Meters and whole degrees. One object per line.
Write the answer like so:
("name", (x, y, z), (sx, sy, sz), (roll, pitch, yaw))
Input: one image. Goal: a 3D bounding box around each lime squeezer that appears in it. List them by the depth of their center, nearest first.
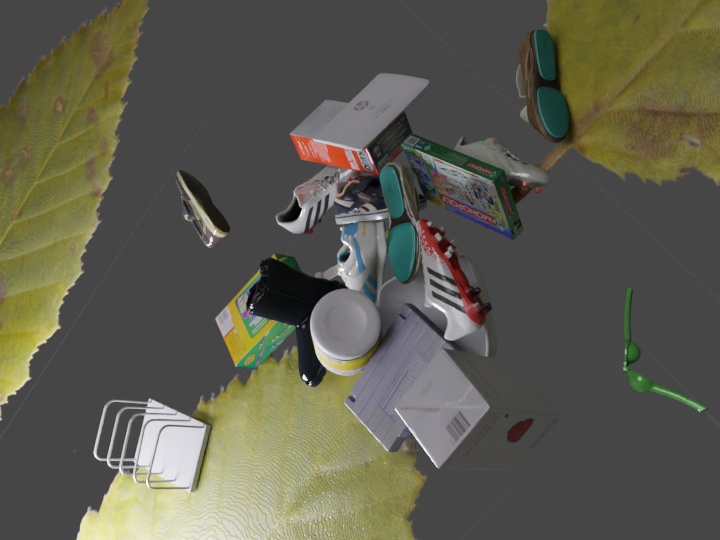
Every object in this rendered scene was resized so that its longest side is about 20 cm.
("lime squeezer", (0.391, 0.121, 1.293), (0.071, 0.038, 0.201), (-41, 56, 27))

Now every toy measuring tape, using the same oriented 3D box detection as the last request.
("toy measuring tape", (-0.023, -0.025, 1.662), (0.199, 0.073, 0.074), (-27, 64, 34))

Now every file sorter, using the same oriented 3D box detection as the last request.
("file sorter", (-0.424, 0.350, 1.892), (0.199, 0.124, 0.140), (13, 90, 41))

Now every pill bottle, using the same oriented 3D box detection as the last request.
("pill bottle", (-0.023, 0.109, 1.542), (0.111, 0.200, 0.113), (0, 73, 0))

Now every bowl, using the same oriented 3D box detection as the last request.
("bowl", (0.132, 0.091, 1.500), (0.199, 0.074, 0.201), (-23, 65, 36))

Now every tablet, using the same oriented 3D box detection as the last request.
("tablet", (0.018, -0.281, 1.641), (0.130, 0.014, 0.200), (19, 56, 42))

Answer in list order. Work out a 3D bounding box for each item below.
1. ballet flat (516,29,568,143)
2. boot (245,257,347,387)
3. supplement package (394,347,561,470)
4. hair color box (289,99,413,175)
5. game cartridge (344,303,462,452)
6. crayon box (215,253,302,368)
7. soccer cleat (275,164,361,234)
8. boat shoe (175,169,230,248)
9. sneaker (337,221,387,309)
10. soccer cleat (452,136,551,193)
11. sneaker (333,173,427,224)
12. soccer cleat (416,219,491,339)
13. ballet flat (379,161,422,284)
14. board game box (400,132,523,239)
("ballet flat", (0.276, -0.279, 1.468), (0.072, 0.067, 0.201), (-34, 58, 54))
("boot", (-0.126, 0.091, 1.653), (0.076, 0.167, 0.202), (9, 83, 68))
("supplement package", (0.173, 0.204, 1.355), (0.122, 0.199, 0.120), (-54, 52, 19))
("hair color box", (-0.017, -0.240, 1.675), (0.199, 0.064, 0.111), (17, 54, 43))
("game cartridge", (0.066, 0.169, 1.472), (0.130, 0.038, 0.201), (42, 109, 33))
("crayon box", (-0.181, 0.079, 1.783), (0.200, 0.058, 0.119), (-45, 55, 24))
("soccer cleat", (-0.076, -0.145, 1.722), (0.200, 0.085, 0.069), (-46, 55, 24))
("boat shoe", (-0.344, -0.129, 1.961), (0.066, 0.072, 0.201), (-48, 58, 16))
("sneaker", (0.000, 0.000, 1.582), (0.077, 0.080, 0.201), (-93, 5, -52))
("soccer cleat", (0.219, -0.172, 1.488), (0.199, 0.069, 0.078), (16, 88, 45))
("sneaker", (0.026, -0.128, 1.626), (0.199, 0.078, 0.080), (-4, 100, 41))
("soccer cleat", (0.122, 0.012, 1.425), (0.085, 0.068, 0.201), (-39, 63, 23))
("ballet flat", (0.079, -0.078, 1.516), (0.067, 0.062, 0.202), (-12, 83, 43))
("board game box", (0.161, -0.135, 1.487), (0.029, 0.135, 0.199), (-45, 47, -17))
